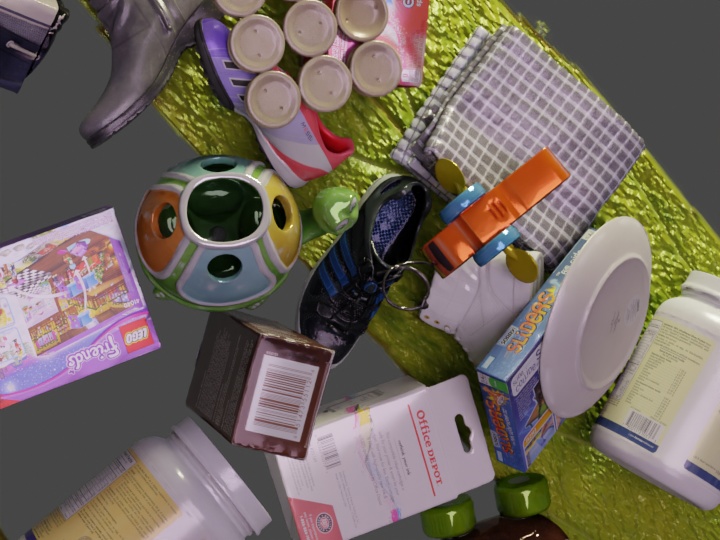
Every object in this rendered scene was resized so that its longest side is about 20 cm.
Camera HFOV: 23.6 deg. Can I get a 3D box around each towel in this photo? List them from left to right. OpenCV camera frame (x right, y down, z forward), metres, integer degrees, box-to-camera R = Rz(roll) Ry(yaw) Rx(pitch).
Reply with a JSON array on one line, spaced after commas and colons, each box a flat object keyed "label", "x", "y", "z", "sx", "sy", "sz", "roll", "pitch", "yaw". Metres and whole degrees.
[{"label": "towel", "x": 0.154, "y": -0.117, "z": 1.640, "sx": 0.200, "sy": 0.086, "sz": 0.166, "roll": 38, "pitch": 83, "yaw": -17}]

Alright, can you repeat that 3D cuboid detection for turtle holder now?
[{"label": "turtle holder", "x": -0.107, "y": -0.032, "z": 1.523, "sx": 0.185, "sy": 0.132, "sz": 0.142, "roll": 21, "pitch": 74, "yaw": -4}]

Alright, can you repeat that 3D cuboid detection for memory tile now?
[{"label": "memory tile", "x": -0.053, "y": -0.234, "z": 1.493, "sx": 0.153, "sy": 0.017, "sz": 0.201, "roll": -20, "pitch": 99, "yaw": -17}]

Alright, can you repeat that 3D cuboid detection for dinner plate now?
[{"label": "dinner plate", "x": 0.231, "y": 0.048, "z": 1.624, "sx": 0.200, "sy": 0.024, "sz": 0.201, "roll": -35, "pitch": 135, "yaw": -44}]

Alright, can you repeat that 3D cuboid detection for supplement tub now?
[{"label": "supplement tub", "x": -0.194, "y": 0.241, "z": 1.540, "sx": 0.200, "sy": 0.145, "sz": 0.146, "roll": -39, "pitch": 105, "yaw": -10}, {"label": "supplement tub", "x": 0.330, "y": 0.117, "z": 1.685, "sx": 0.145, "sy": 0.145, "sz": 0.201, "roll": 31, "pitch": 86, "yaw": -17}]

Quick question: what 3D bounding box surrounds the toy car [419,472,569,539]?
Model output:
[{"label": "toy car", "x": 0.154, "y": 0.302, "z": 1.622, "sx": 0.157, "sy": 0.200, "sz": 0.165, "roll": -13, "pitch": 100, "yaw": -15}]

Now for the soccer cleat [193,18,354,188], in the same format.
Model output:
[{"label": "soccer cleat", "x": -0.079, "y": -0.158, "z": 1.540, "sx": 0.073, "sy": 0.068, "sz": 0.200, "roll": -23, "pitch": 130, "yaw": 17}]

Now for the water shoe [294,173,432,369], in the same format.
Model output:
[{"label": "water shoe", "x": 0.000, "y": 0.000, "z": 1.608, "sx": 0.071, "sy": 0.079, "sz": 0.201, "roll": 25, "pitch": 88, "yaw": -17}]

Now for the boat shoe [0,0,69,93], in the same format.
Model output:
[{"label": "boat shoe", "x": -0.355, "y": -0.221, "z": 1.467, "sx": 0.199, "sy": 0.075, "sz": 0.093, "roll": 22, "pitch": 107, "yaw": -25}]

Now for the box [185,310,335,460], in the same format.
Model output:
[{"label": "box", "x": -0.093, "y": 0.097, "z": 1.527, "sx": 0.075, "sy": 0.200, "sz": 0.101, "roll": 15, "pitch": 92, "yaw": -20}]

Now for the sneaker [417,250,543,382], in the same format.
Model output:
[{"label": "sneaker", "x": 0.113, "y": 0.061, "z": 1.660, "sx": 0.115, "sy": 0.074, "sz": 0.201, "roll": 10, "pitch": 120, "yaw": 16}]

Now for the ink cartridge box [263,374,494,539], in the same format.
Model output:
[{"label": "ink cartridge box", "x": 0.016, "y": 0.176, "z": 1.638, "sx": 0.199, "sy": 0.067, "sz": 0.117, "roll": -18, "pitch": 101, "yaw": -13}]

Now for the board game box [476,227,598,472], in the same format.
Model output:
[{"label": "board game box", "x": 0.186, "y": 0.074, "z": 1.626, "sx": 0.200, "sy": 0.034, "sz": 0.136, "roll": -48, "pitch": 142, "yaw": -30}]

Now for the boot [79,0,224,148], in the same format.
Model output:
[{"label": "boot", "x": -0.218, "y": -0.217, "z": 1.534, "sx": 0.132, "sy": 0.070, "sz": 0.200, "roll": 41, "pitch": 73, "yaw": -14}]

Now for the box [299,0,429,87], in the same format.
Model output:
[{"label": "box", "x": 0.007, "y": -0.270, "z": 1.572, "sx": 0.095, "sy": 0.100, "sz": 0.201, "roll": 4, "pitch": 95, "yaw": -17}]

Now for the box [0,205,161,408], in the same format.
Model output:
[{"label": "box", "x": -0.295, "y": 0.039, "z": 1.544, "sx": 0.199, "sy": 0.039, "sz": 0.137, "roll": -20, "pitch": 101, "yaw": -14}]

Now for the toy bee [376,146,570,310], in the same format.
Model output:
[{"label": "toy bee", "x": 0.093, "y": -0.038, "z": 1.558, "sx": 0.199, "sy": 0.109, "sz": 0.132, "roll": -16, "pitch": 83, "yaw": -11}]
